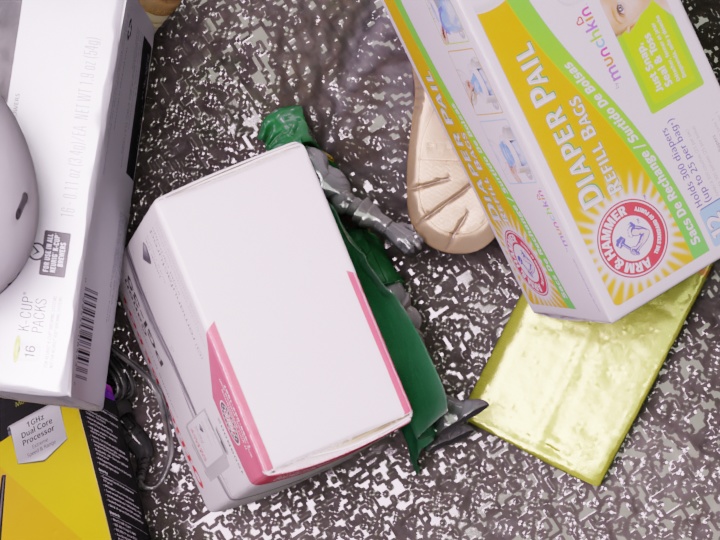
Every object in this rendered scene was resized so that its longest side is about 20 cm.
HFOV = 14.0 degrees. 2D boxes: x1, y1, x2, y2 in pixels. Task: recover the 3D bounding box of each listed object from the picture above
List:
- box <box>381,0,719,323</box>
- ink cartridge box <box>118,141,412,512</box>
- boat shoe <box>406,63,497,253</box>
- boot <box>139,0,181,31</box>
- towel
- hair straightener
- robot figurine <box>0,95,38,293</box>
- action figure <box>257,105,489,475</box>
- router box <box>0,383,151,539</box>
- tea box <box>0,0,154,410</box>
[{"bbox_3d":[0.107,-0.086,1.471,0.112,0.101,0.201,-30,102,-16],"label":"box"},{"bbox_3d":[-0.053,0.035,1.471,0.082,0.200,0.147,-22,85,-14],"label":"ink cartridge box"},{"bbox_3d":[0.058,-0.109,1.548,0.071,0.065,0.202,4,90,0],"label":"boat shoe"},{"bbox_3d":[-0.205,-0.147,1.555,0.200,0.073,0.156,43,110,16],"label":"boot"},{"bbox_3d":[0.135,0.008,1.561,0.086,0.018,0.201,27,89,9],"label":"towel"},{"bbox_3d":[-0.163,0.031,1.547,0.041,0.077,0.200,-33,83,-26],"label":"hair straightener"},{"bbox_3d":[-0.241,-0.021,1.296,0.199,0.125,0.151,-19,91,0],"label":"robot figurine"},{"bbox_3d":[0.000,0.000,1.537,0.054,0.118,0.201,-24,76,-19],"label":"action figure"},{"bbox_3d":[-0.202,0.158,1.503,0.199,0.051,0.150,-29,59,18],"label":"router box"},{"bbox_3d":[-0.213,-0.045,1.424,0.195,0.134,0.202,7,85,3],"label":"tea box"}]
